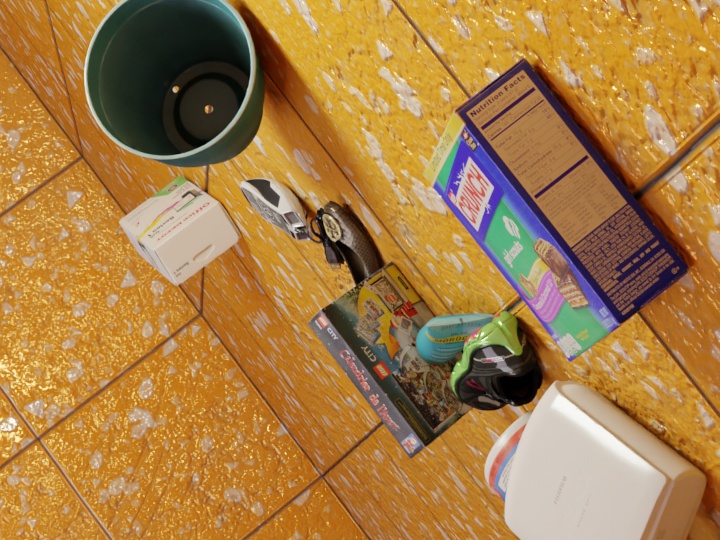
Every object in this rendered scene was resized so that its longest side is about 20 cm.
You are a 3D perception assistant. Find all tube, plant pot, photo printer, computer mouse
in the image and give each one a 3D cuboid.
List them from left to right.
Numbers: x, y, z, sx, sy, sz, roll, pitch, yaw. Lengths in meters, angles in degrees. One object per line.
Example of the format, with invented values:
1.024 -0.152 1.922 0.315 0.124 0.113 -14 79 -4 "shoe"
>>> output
-0.196 -0.208 1.740 0.201 0.200 0.188 50 -178 13 "plant pot"
-0.090 -0.079 2.005 0.199 0.044 0.110 36 164 39 "computer mouse"
0.099 0.068 1.664 0.200 0.076 0.051 115 141 -79 "tube"
0.219 0.210 1.408 0.200 0.069 0.168 40 118 48 "photo printer"

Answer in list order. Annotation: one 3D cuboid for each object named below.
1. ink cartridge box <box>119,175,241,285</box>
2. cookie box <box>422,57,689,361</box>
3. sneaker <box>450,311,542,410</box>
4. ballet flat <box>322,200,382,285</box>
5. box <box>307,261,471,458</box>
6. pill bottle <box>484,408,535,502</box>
-0.316 -0.072 2.604 0.084 0.144 0.200 59 166 -29 "ink cartridge box"
0.145 -0.041 1.163 0.201 0.075 0.171 53 168 7 "cookie box"
0.146 0.116 1.581 0.084 0.076 0.200 53 169 18 "sneaker"
0.000 0.000 1.869 0.067 0.046 0.201 33 156 56 "ballet flat"
0.048 0.103 1.766 0.201 0.136 0.038 52 139 6 "box"
0.228 0.244 1.536 0.200 0.112 0.113 45 165 36 "pill bottle"
